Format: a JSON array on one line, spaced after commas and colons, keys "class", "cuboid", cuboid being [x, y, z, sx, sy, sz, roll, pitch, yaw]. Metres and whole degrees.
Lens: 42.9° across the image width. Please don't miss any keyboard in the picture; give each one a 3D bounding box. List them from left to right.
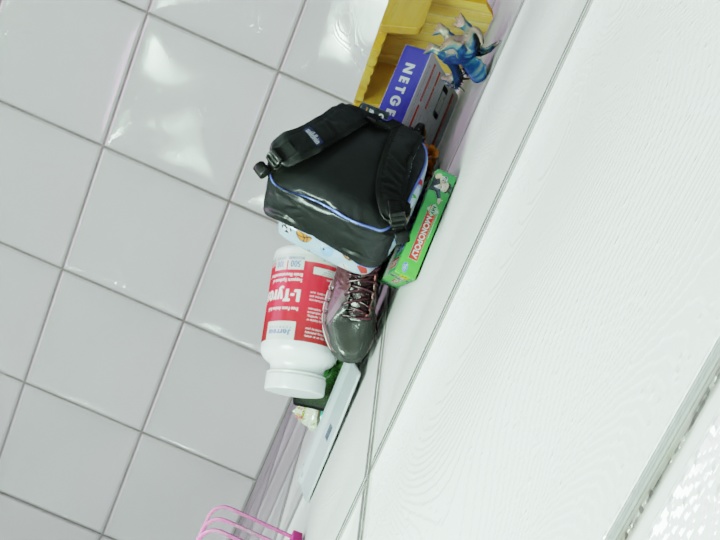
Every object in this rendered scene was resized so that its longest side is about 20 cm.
[{"class": "keyboard", "cuboid": [-0.044, 0.218, 1.254, 0.202, 0.011, 0.056, -68, 26, 13]}]

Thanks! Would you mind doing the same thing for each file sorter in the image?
[{"class": "file sorter", "cuboid": [-0.151, 0.372, 1.045, 0.200, 0.124, 0.140, -126, 59, -87]}]

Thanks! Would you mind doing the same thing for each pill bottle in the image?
[{"class": "pill bottle", "cuboid": [-0.080, 0.073, 1.291, 0.112, 0.111, 0.202, 122, 156, -72]}]

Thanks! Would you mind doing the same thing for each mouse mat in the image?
[{"class": "mouse mat", "cuboid": [-0.048, 0.123, 1.337, 0.200, 0.007, 0.163, -8, 70, 65]}]

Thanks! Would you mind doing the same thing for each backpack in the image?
[{"class": "backpack", "cuboid": [-0.008, -0.105, 1.126, 0.191, 0.199, 0.155, -57, -7, -34]}]

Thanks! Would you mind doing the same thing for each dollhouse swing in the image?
[{"class": "dollhouse swing", "cuboid": [0.106, -0.357, 1.522, 0.200, 0.174, 0.183, 117, 172, -56]}]

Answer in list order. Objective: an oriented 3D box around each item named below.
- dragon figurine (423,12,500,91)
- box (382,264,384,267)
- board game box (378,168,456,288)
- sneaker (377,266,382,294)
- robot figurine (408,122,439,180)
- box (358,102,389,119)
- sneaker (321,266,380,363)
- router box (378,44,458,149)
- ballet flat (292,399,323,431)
[{"class": "dragon figurine", "cuboid": [0.153, -0.299, 1.261, 0.059, 0.099, 0.200, -65, 22, -8]}, {"class": "box", "cuboid": [0.018, -0.087, 1.694, 0.035, 0.109, 0.201, 53, -130, -48]}, {"class": "board game box", "cuboid": [0.069, -0.048, 1.183, 0.200, 0.029, 0.136, 143, 149, -84]}, {"class": "sneaker", "cuboid": [-0.021, 0.069, 1.526, 0.079, 0.075, 0.202, 174, 119, -84]}, {"class": "robot figurine", "cuboid": [0.068, -0.137, 1.359, 0.200, 0.058, 0.146, -49, -21, -63]}, {"class": "box", "cuboid": [-0.028, -0.136, 1.342, 0.200, 0.046, 0.160, 147, 141, -70]}, {"class": "sneaker", "cuboid": [-0.006, 0.014, 1.205, 0.116, 0.075, 0.202, 116, 159, -70]}, {"class": "router box", "cuboid": [0.082, -0.234, 1.488, 0.202, 0.048, 0.179, -67, -23, -5]}, {"class": "ballet flat", "cuboid": [-0.053, 0.150, 1.424, 0.076, 0.063, 0.202, 48, -121, -52]}]
